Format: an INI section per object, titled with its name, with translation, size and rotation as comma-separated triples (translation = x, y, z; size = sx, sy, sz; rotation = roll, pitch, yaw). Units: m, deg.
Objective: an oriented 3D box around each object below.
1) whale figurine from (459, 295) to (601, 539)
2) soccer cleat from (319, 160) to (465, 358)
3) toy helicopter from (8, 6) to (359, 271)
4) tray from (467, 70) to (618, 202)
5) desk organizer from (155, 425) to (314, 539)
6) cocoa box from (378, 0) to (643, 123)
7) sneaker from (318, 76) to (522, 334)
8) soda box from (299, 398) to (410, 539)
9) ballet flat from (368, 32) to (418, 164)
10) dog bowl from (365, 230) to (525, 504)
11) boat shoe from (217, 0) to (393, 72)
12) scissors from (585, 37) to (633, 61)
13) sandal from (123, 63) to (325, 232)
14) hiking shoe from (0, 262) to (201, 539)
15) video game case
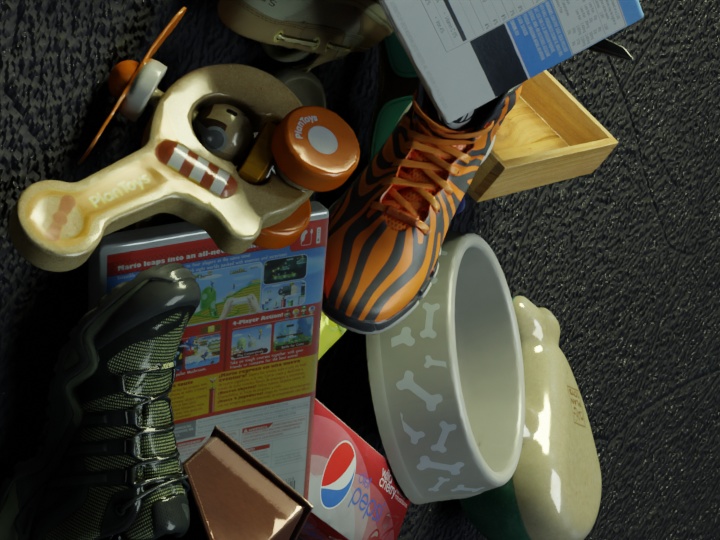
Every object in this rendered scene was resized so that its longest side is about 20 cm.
[whale figurine]
translation = 0.124, 0.125, 1.777
size = 0.159, 0.104, 0.200
rotation = 22, 60, -63
[soccer cleat]
translation = 0.000, -0.001, 1.441
size = 0.200, 0.084, 0.065
rotation = -54, 147, -38
[toy helicopter]
translation = -0.107, -0.059, 1.183
size = 0.200, 0.132, 0.079
rotation = -28, 167, -40
[tray]
translation = 0.099, -0.102, 1.569
size = 0.037, 0.099, 0.200
rotation = -50, 164, 24
[desk organizer]
translation = -0.104, 0.188, 1.266
size = 0.077, 0.072, 0.200
rotation = -39, 162, -44
[cocoa box]
translation = 0.051, -0.214, 1.260
size = 0.131, 0.200, 0.133
rotation = -28, 147, 4
[sneaker]
translation = 0.033, -0.063, 1.318
size = 0.112, 0.077, 0.200
rotation = 112, 2, -59
[soda box]
translation = -0.033, 0.132, 1.466
size = 0.064, 0.070, 0.200
rotation = -69, 154, -13
[ballet flat]
translation = 0.042, -0.114, 1.447
size = 0.071, 0.071, 0.200
rotation = 8, 78, -64
[dog bowl]
translation = 0.063, 0.064, 1.556
size = 0.200, 0.059, 0.200
rotation = -7, 90, -71
[boat shoe]
translation = -0.035, -0.154, 1.316
size = 0.066, 0.074, 0.200
rotation = -52, 163, 7
[scissors]
translation = 0.076, -0.152, 1.318
size = 0.073, 0.200, 0.014
rotation = -52, 147, 11
[sandal]
translation = -0.072, -0.046, 1.300
size = 0.200, 0.054, 0.080
rotation = -48, 143, -32
[hiking shoe]
translation = -0.119, 0.093, 1.192
size = 0.076, 0.101, 0.200
rotation = -12, 133, -62
[video game case]
translation = -0.089, 0.063, 1.286
size = 0.143, 0.017, 0.200
rotation = -10, 120, -28
